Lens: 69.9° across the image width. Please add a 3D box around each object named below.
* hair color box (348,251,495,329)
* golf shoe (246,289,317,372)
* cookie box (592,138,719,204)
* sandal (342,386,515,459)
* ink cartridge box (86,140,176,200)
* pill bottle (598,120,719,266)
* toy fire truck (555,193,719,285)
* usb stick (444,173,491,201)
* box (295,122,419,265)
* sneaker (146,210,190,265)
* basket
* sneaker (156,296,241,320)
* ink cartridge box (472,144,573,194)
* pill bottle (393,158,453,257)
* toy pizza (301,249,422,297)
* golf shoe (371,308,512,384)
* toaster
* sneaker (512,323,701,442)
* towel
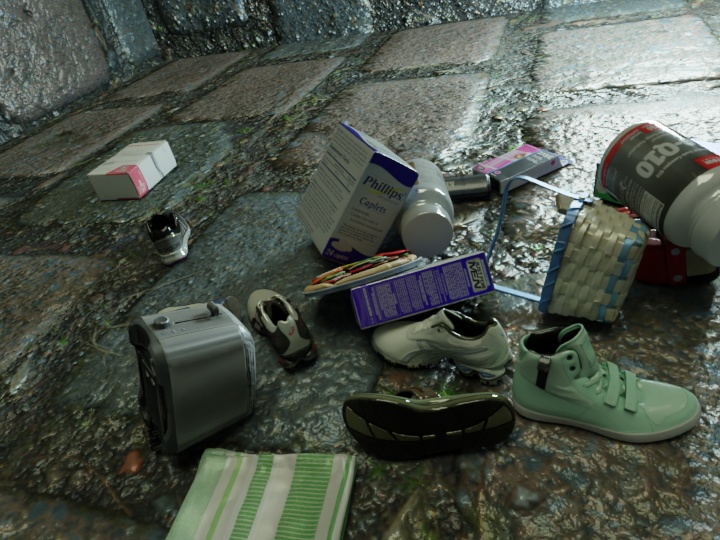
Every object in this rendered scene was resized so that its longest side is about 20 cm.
[{"bbox_3d":[0.084,0.028,0.766,0.198,0.065,0.109,-14,0,-4],"label":"hair color box"},{"bbox_3d":[-0.129,0.066,0.803,0.077,0.089,0.200,-29,36,-19],"label":"golf shoe"},{"bbox_3d":[0.555,-0.169,0.918,0.170,0.076,0.199,-31,38,-25],"label":"cookie box"},{"bbox_3d":[0.078,0.173,0.608,0.199,0.081,0.057,-2,18,5],"label":"sandal"},{"bbox_3d":[-0.642,-0.286,1.464,0.145,0.083,0.201,0,37,19],"label":"ink cartridge box"},{"bbox_3d":[0.418,-0.104,0.671,0.113,0.115,0.201,-18,42,-7],"label":"pill bottle"},{"bbox_3d":[0.417,-0.065,0.794,0.198,0.129,0.177,-11,33,23],"label":"toy fire truck"},{"bbox_3d":[0.170,-0.167,1.070,0.198,0.033,0.056,-4,65,14],"label":"usb stick"},{"bbox_3d":[-0.013,-0.137,0.940,0.104,0.201,0.184,18,21,-31],"label":"box"},{"bbox_3d":[-0.419,-0.096,1.122,0.073,0.088,0.200,-19,35,-9],"label":"sneaker"},{"bbox_3d":[0.281,-0.024,0.729,0.199,0.178,0.139,22,31,21],"label":"basket"},{"bbox_3d":[-0.280,0.113,0.804,0.114,0.081,0.200,-2,29,21],"label":"sneaker"},{"bbox_3d":[0.347,-0.225,1.103,0.199,0.037,0.095,-23,36,-17],"label":"ink cartridge box"},{"bbox_3d":[0.112,-0.116,0.954,0.113,0.115,0.201,-9,35,5],"label":"pill bottle"},{"bbox_3d":[0.000,0.000,0.815,0.198,0.032,0.200,-17,2,1],"label":"toy pizza"},{"bbox_3d":[0.103,0.082,0.696,0.198,0.098,0.079,5,40,26],"label":"golf shoe"},{"bbox_3d":[-0.211,0.138,0.660,0.128,0.202,0.113,-16,31,-36],"label":"toaster"},{"bbox_3d":[0.271,0.119,0.569,0.198,0.119,0.074,1,35,18],"label":"sneaker"},{"bbox_3d":[-0.110,0.267,0.571,0.198,0.024,0.153,-3,37,14],"label":"towel"}]
